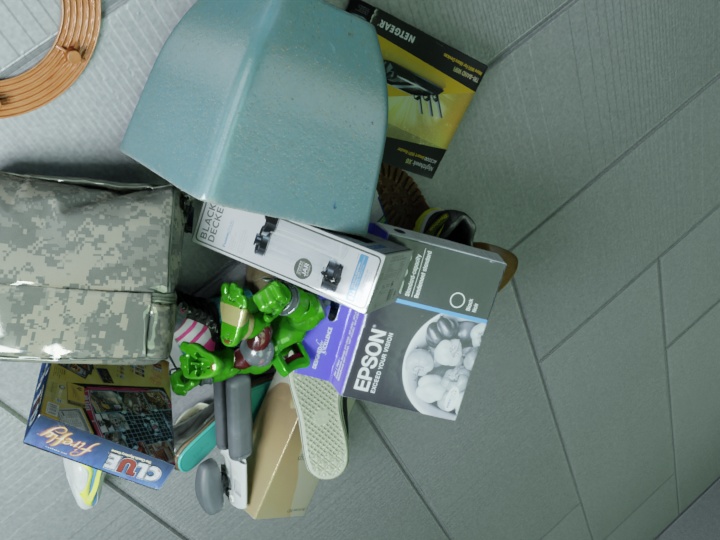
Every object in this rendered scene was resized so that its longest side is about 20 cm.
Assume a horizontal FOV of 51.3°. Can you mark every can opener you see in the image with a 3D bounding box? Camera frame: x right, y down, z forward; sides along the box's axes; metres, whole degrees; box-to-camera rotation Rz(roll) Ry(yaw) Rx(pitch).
[{"bbox_3d":[-0.169,0.215,0.920,0.067,0.053,0.202,-21,124,-41],"label":"can opener"}]

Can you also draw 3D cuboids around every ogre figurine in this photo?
[{"bbox_3d":[-0.115,0.074,0.819,0.119,0.098,0.201,1,125,-50],"label":"ogre figurine"}]

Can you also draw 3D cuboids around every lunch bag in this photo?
[{"bbox_3d":[-0.263,-0.005,0.709,0.198,0.139,0.169,4,94,-13],"label":"lunch bag"}]

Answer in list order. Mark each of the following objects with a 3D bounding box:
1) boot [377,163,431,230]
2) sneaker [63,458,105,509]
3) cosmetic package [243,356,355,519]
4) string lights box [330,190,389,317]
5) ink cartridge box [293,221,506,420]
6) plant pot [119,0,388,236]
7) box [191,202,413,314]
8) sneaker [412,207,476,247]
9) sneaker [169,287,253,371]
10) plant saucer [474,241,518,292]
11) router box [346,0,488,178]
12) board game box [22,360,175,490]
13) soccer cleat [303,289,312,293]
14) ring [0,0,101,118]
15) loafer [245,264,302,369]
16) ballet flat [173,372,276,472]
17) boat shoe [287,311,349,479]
[{"bbox_3d":[0.047,-0.063,0.991,0.200,0.107,0.075,44,66,-20],"label":"boot"},{"bbox_3d":[-0.300,0.198,0.904,0.104,0.076,0.201,-11,125,-33],"label":"sneaker"},{"bbox_3d":[-0.089,0.223,0.999,0.105,0.071,0.201,15,100,-50],"label":"cosmetic package"},{"bbox_3d":[0.000,0.000,0.916,0.103,0.059,0.201,-43,123,-40],"label":"string lights box"},{"bbox_3d":[0.043,0.055,0.850,0.198,0.043,0.200,14,102,-11],"label":"ink cartridge box"},{"bbox_3d":[-0.088,-0.169,0.735,0.195,0.195,0.202,11,102,-42],"label":"plant pot"},{"bbox_3d":[-0.057,-0.026,0.772,0.117,0.199,0.061,-11,121,-71],"label":"box"},{"bbox_3d":[0.095,0.020,0.905,0.074,0.084,0.202,4,86,-23],"label":"sneaker"},{"bbox_3d":[-0.184,0.047,0.878,0.120,0.084,0.201,-28,141,-13],"label":"sneaker"},{"bbox_3d":[0.120,0.013,1.039,0.199,0.200,0.036,-34,107,-14],"label":"plant saucer"},{"bbox_3d":[0.042,-0.210,0.896,0.199,0.052,0.158,10,113,-42],"label":"router box"},{"bbox_3d":[-0.260,0.130,0.769,0.135,0.200,0.035,29,102,-24],"label":"board game box"},{"bbox_3d":[-0.043,0.072,1.015,0.066,0.076,0.201,-20,130,-25],"label":"soccer cleat"},{"bbox_3d":[-0.317,-0.221,0.630,0.199,0.019,0.202,-20,130,-26],"label":"ring"},{"bbox_3d":[-0.107,0.058,0.961,0.076,0.067,0.201,-23,132,-23],"label":"loafer"},{"bbox_3d":[-0.180,0.181,0.985,0.199,0.068,0.068,-31,135,-34],"label":"ballet flat"},{"bbox_3d":[-0.049,0.146,0.905,0.074,0.062,0.202,-5,86,-7],"label":"boat shoe"}]
